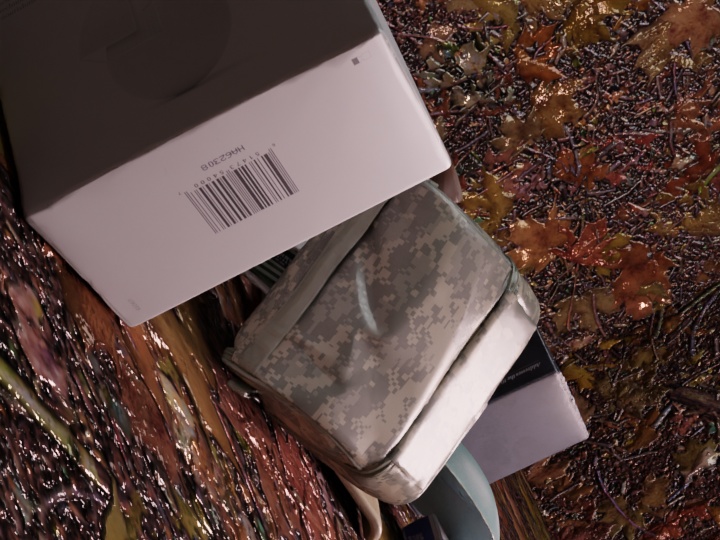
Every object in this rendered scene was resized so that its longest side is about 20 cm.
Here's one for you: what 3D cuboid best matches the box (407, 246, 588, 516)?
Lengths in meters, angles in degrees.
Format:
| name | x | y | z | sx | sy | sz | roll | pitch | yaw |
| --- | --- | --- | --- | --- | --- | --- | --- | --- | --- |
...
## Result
| name | x | y | z | sx | sy | sz | roll | pitch | yaw |
| --- | --- | --- | --- | --- | --- | --- | --- | --- | --- |
| box | 0.101 | 0.111 | 1.594 | 0.197 | 0.199 | 0.124 | -110 | 172 | -48 |

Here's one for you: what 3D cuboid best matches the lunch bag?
| name | x | y | z | sx | sy | sz | roll | pitch | yaw |
| --- | --- | --- | --- | --- | --- | --- | --- | --- | --- |
| lunch bag | 0.010 | 0.034 | 1.062 | 0.139 | 0.200 | 0.168 | 31 | -11 | 37 |

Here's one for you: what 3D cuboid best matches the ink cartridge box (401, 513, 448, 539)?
| name | x | y | z | sx | sy | sz | roll | pitch | yaw |
| --- | --- | --- | --- | --- | --- | --- | --- | --- | --- |
| ink cartridge box | 0.107 | 0.350 | 1.390 | 0.200 | 0.043 | 0.196 | 63 | 3 | -24 |

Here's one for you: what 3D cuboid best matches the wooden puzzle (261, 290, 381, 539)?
| name | x | y | z | sx | sy | sz | roll | pitch | yaw |
| --- | --- | --- | --- | --- | --- | --- | --- | --- | --- |
| wooden puzzle | -0.024 | 0.099 | 1.274 | 0.200 | 0.046 | 0.185 | 62 | 5 | -19 |

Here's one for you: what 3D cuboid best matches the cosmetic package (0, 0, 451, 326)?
| name | x | y | z | sx | sy | sz | roll | pitch | yaw |
| --- | --- | --- | --- | --- | --- | --- | --- | --- | --- |
| cosmetic package | -0.086 | -0.112 | 0.841 | 0.123 | 0.199 | 0.200 | 56 | 10 | -53 |

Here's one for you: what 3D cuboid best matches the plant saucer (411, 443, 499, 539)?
| name | x | y | z | sx | sy | sz | roll | pitch | yaw |
| --- | --- | --- | --- | --- | --- | --- | --- | --- | --- |
| plant saucer | 0.068 | 0.179 | 1.409 | 0.201 | 0.039 | 0.201 | 45 | -18 | 20 |

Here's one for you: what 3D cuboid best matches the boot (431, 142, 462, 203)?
| name | x | y | z | sx | sy | sz | roll | pitch | yaw |
| --- | --- | --- | --- | --- | --- | --- | --- | --- | --- |
| boot | -0.008 | -0.117 | 1.561 | 0.187 | 0.200 | 0.064 | 61 | 24 | -2 |

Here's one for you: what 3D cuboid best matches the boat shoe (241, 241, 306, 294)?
| name | x | y | z | sx | sy | sz | roll | pitch | yaw |
| --- | --- | --- | --- | --- | --- | --- | --- | --- | --- |
| boat shoe | -0.030 | 0.021 | 1.200 | 0.200 | 0.074 | 0.067 | 29 | 18 | 24 |
